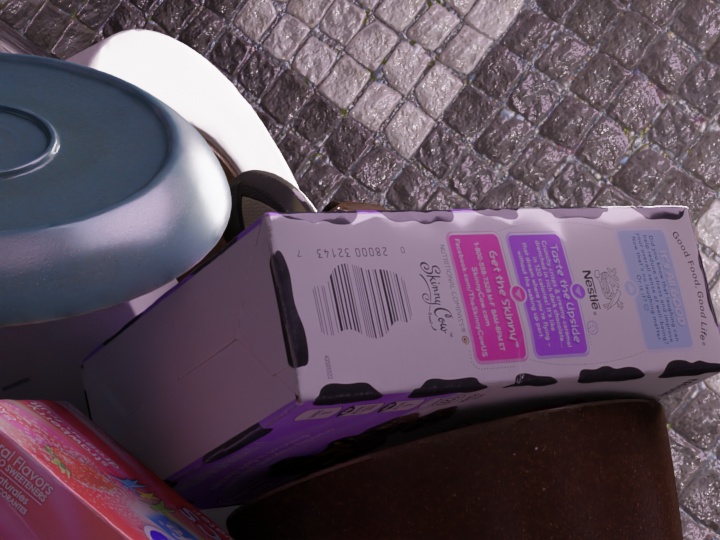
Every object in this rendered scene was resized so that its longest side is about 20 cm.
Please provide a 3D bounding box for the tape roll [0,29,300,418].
[{"bbox_3d":[-0.123,0.004,0.913,0.203,0.139,0.204,44,34,-40],"label":"tape roll"}]

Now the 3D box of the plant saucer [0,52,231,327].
[{"bbox_3d":[-0.148,-0.041,0.732,0.199,0.028,0.201,4,30,-2],"label":"plant saucer"}]

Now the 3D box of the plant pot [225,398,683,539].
[{"bbox_3d":[0.058,0.175,0.759,0.187,0.186,0.201,28,46,-69],"label":"plant pot"}]

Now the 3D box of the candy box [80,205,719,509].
[{"bbox_3d":[0.015,0.037,0.759,0.199,0.168,0.072,-3,71,-32],"label":"candy box"}]

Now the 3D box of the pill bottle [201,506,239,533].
[{"bbox_3d":[-0.084,0.094,1.063,0.111,0.111,0.200,35,4,-24],"label":"pill bottle"}]

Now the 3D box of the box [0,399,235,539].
[{"bbox_3d":[-0.076,0.140,0.662,0.200,0.095,0.103,38,4,13],"label":"box"}]

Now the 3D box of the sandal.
[{"bbox_3d":[0.000,0.000,0.894,0.080,0.058,0.201,28,-8,37],"label":"sandal"}]
